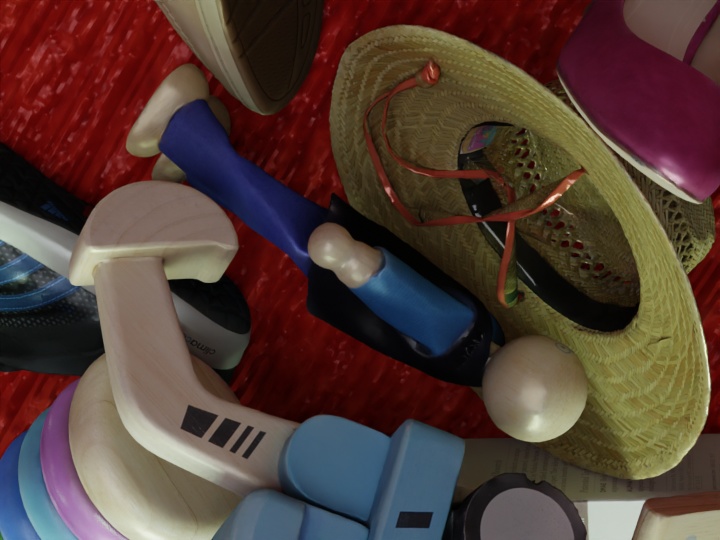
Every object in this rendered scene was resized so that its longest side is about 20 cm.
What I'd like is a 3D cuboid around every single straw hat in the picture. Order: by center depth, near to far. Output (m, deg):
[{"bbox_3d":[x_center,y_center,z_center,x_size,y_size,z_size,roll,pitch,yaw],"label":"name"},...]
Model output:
[{"bbox_3d":[0.085,-0.027,0.887,0.085,0.201,0.202,-34,100,-28],"label":"straw hat"}]

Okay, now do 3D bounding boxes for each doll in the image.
[{"bbox_3d":[0.000,0.000,0.879,0.200,0.136,0.049,37,85,16],"label":"doll"}]

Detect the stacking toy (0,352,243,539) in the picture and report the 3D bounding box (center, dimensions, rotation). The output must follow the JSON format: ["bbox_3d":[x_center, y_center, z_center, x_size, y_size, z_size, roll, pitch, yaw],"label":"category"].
[{"bbox_3d":[-0.132,0.102,0.930,0.200,0.085,0.085,-31,99,39],"label":"stacking toy"}]

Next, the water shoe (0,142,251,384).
[{"bbox_3d":[-0.143,0.002,0.934,0.200,0.072,0.079,30,107,0],"label":"water shoe"}]

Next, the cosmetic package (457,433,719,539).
[{"bbox_3d":[0.054,0.130,0.935,0.199,0.081,0.113,-4,104,7],"label":"cosmetic package"}]

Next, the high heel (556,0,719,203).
[{"bbox_3d":[0.124,-0.093,0.814,0.067,0.200,0.096,38,111,-7],"label":"high heel"}]

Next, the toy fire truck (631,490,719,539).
[{"bbox_3d":[0.160,0.027,0.772,0.128,0.200,0.177,-1,110,15],"label":"toy fire truck"}]

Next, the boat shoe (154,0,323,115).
[{"bbox_3d":[-0.071,-0.143,0.870,0.065,0.072,0.200,10,144,32],"label":"boat shoe"}]

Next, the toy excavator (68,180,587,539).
[{"bbox_3d":[-0.027,0.081,0.826,0.199,0.100,0.195,21,63,-10],"label":"toy excavator"}]
